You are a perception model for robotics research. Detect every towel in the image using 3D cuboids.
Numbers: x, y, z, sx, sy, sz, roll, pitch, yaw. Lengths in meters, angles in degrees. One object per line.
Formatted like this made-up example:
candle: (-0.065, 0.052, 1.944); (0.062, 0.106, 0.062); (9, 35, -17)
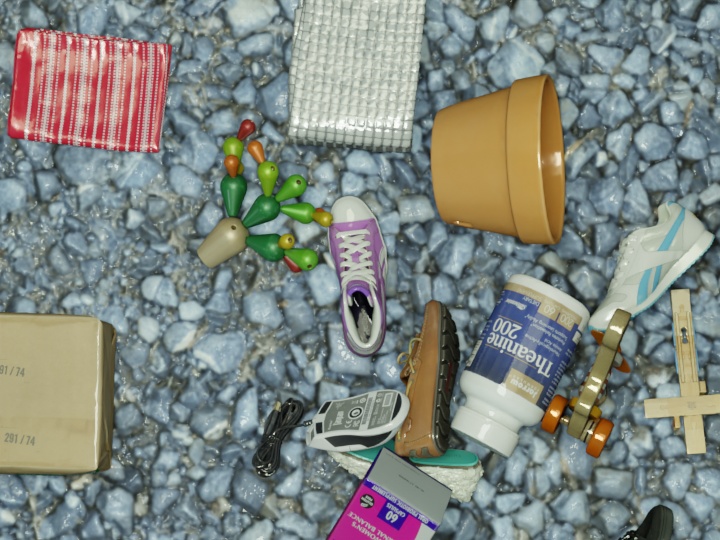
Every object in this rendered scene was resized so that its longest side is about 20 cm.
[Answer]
towel: (-0.006, -0.252, 1.769); (0.163, 0.086, 0.203); (5, 84, 2)
towel: (-0.344, -0.228, 1.794); (0.197, 0.022, 0.147); (6, 83, 0)

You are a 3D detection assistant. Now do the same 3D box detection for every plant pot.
plant pot: (0.165, -0.129, 1.706); (0.138, 0.200, 0.204); (-2, 82, 15)

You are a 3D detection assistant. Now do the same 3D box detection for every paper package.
paper package: (-0.400, 0.148, 1.703); (0.197, 0.103, 0.194); (1, 84, -1)

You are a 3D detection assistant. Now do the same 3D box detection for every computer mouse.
computer mouse: (-0.028, 0.189, 1.677); (0.197, 0.110, 0.044); (-10, 126, 25)

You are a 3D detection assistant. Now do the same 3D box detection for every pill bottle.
pill bottle: (0.187, 0.116, 1.704); (0.110, 0.111, 0.202); (26, 83, 3)

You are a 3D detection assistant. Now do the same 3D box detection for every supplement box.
supplement box: (0.010, 0.326, 1.647); (0.100, 0.103, 0.202); (31, 109, 4)

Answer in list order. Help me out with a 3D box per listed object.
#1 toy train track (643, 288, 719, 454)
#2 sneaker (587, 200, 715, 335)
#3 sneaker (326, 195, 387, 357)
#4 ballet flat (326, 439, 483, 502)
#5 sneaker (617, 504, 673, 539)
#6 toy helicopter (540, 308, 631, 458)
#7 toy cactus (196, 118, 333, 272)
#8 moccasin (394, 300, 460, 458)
toy train track: (0.402, 0.125, 1.747); (0.113, 0.033, 0.203); (-4, 77, 7)
sneaker: (0.342, 0.001, 1.741); (0.081, 0.077, 0.200); (45, 75, 4)
sneaker: (0.001, 0.000, 1.719); (0.071, 0.114, 0.204); (-10, 81, 0)
ballet flat: (0.049, 0.243, 1.713); (0.197, 0.072, 0.073); (10, 82, 3)
sneaker: (0.292, 0.359, 1.698); (0.103, 0.060, 0.202); (25, 86, -2)
toy helicopter: (0.288, 0.114, 1.673); (0.078, 0.202, 0.133); (26, 48, 15)
toy cactus: (-0.131, -0.068, 1.750); (0.164, 0.102, 0.201); (-37, 86, 14)
moccasin: (0.076, 0.130, 1.709); (0.077, 0.074, 0.204); (-5, 64, 25)
